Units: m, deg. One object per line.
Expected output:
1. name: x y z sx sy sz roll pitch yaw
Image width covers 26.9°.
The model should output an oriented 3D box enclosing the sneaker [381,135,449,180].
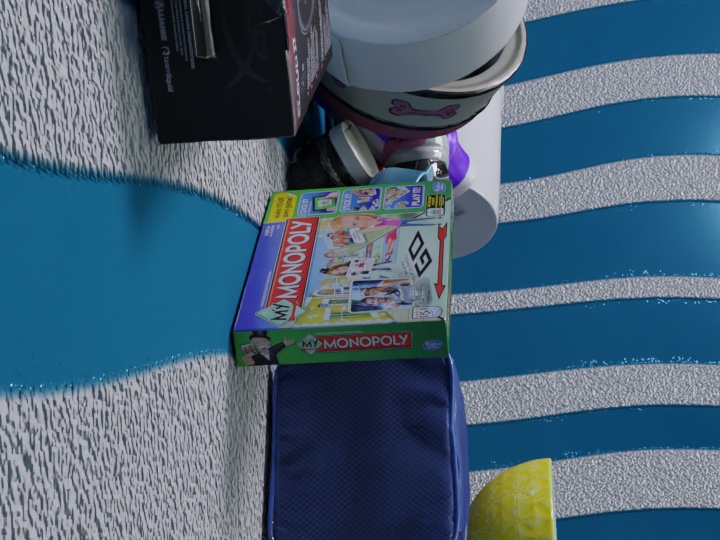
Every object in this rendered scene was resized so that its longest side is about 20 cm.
1. sneaker: 0.048 -0.043 1.379 0.200 0.080 0.087 78 6 -64

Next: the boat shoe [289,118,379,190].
1. boat shoe: -0.019 -0.082 1.265 0.074 0.060 0.200 61 6 -3

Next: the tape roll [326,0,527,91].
1. tape roll: 0.032 -0.240 1.164 0.071 0.200 0.204 75 14 -66

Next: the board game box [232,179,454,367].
1. board game box: -0.005 -0.002 1.008 0.200 0.133 0.029 -83 168 -61

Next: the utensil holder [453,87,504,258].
1. utensil holder: 0.083 -0.136 1.761 0.170 0.168 0.201 78 14 -55

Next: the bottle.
1. bottle: 0.035 -0.138 1.385 0.200 0.065 0.084 40 52 -41

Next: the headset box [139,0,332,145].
1. headset box: -0.066 -0.159 0.788 0.200 0.074 0.150 -77 163 -68

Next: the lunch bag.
1. lunch bag: 0.010 0.159 1.070 0.133 0.135 0.202 75 15 -61

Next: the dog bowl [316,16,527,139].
1. dog bowl: 0.036 -0.194 1.267 0.074 0.198 0.201 113 -15 -46

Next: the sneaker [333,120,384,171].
1. sneaker: 0.031 -0.145 1.467 0.071 0.111 0.202 160 -72 -80

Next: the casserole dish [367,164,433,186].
1. casserole dish: 0.000 0.000 1.197 0.201 0.039 0.121 -63 172 -8

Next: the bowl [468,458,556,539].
1. bowl: 0.134 0.281 1.424 0.200 0.107 0.202 -3 90 -83
